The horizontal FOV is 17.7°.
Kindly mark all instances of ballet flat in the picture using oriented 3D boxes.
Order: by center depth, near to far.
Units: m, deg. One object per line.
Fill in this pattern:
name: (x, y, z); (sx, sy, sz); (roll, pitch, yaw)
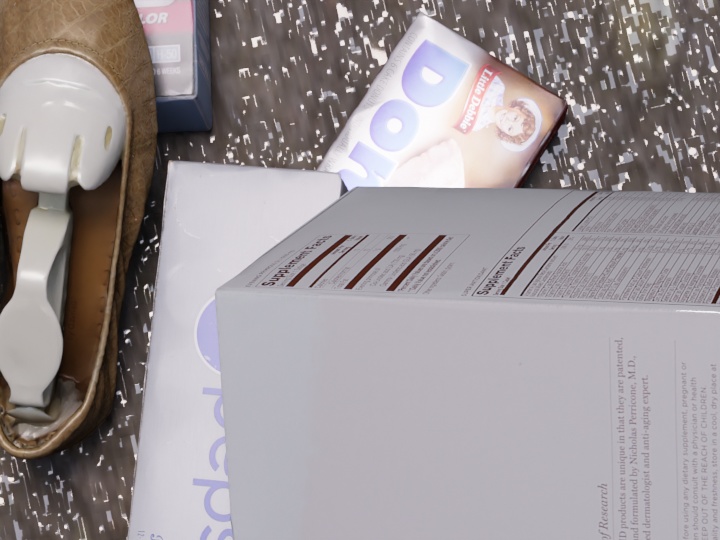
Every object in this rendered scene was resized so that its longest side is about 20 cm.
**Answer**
ballet flat: (-0.116, -0.019, 0.860); (0.068, 0.072, 0.200); (9, 108, 0)

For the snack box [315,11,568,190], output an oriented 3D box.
snack box: (0.000, 0.000, 0.914); (0.072, 0.024, 0.200); (32, 84, 8)

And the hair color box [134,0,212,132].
hair color box: (-0.114, -0.157, 0.929); (0.099, 0.061, 0.200); (-3, 80, 2)

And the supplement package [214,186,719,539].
supplement package: (0.074, 0.079, 0.782); (0.200, 0.147, 0.192); (3, 107, 19)

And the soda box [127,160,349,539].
soda box: (-0.045, 0.063, 0.861); (0.068, 0.063, 0.200); (4, 82, 6)
